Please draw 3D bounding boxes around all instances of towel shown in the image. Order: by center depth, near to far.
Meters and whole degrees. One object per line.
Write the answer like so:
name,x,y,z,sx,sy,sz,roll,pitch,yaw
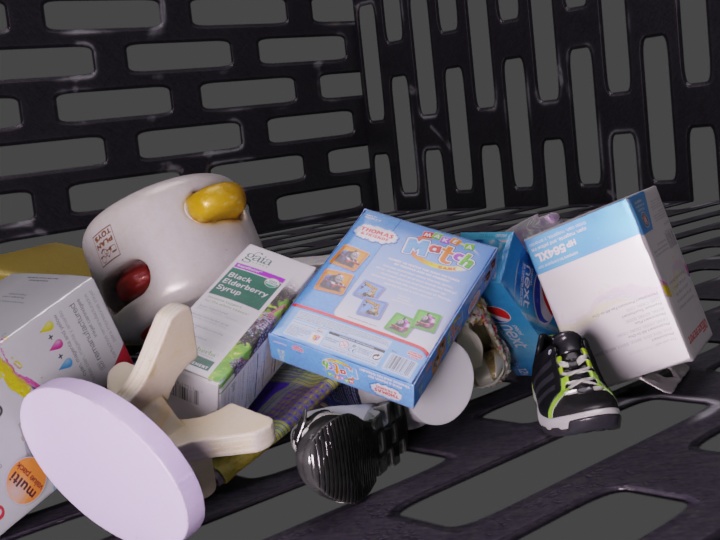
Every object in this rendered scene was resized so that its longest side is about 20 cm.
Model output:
towel,-0.102,0.135,1.109,0.199,0.023,0.143,-38,20,-30

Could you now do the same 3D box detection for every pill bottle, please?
pill bottle,0.026,0.101,1.174,0.109,0.113,0.199,-10,8,-30

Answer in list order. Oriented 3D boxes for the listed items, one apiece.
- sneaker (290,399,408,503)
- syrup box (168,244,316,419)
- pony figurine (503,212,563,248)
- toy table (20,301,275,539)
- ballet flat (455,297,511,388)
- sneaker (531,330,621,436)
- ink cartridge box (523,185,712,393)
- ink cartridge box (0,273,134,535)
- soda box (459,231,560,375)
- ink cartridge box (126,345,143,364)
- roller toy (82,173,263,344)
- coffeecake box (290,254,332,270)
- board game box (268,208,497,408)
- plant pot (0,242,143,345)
sneaker,-0.028,0.154,0.987,0.087,0.076,0.200,-4,-2,19
syrup box,-0.119,0.065,1.089,0.078,0.082,0.200,19,39,16
pony figurine,0.184,0.038,1.448,0.191,0.169,0.200,-18,10,23
toy table,-0.170,0.133,0.934,0.198,0.186,0.117,27,39,28
ballet flat,0.117,0.084,1.212,0.075,0.065,0.201,-23,-40,9
sneaker,0.197,0.103,1.115,0.070,0.084,0.200,-7,7,-4
ink cartridge box,0.281,0.032,1.225,0.124,0.203,0.128,-22,-2,29
ink cartridge box,-0.319,0.115,1.019,0.143,0.147,0.200,3,32,43
soda box,0.169,0.040,1.253,0.067,0.065,0.200,-1,-33,34
ink cartridge box,-0.231,0.139,1.139,0.196,0.044,0.200,-3,28,34
roller toy,-0.199,-0.018,1.232,0.180,0.142,0.200,-22,-10,-8
coffeecake box,-0.021,0.061,1.353,0.196,0.156,0.073,-4,9,14
board game box,0.026,0.029,1.097,0.149,0.037,0.201,17,47,22
plant pot,-0.336,0.084,1.380,0.197,0.199,0.194,6,11,21
